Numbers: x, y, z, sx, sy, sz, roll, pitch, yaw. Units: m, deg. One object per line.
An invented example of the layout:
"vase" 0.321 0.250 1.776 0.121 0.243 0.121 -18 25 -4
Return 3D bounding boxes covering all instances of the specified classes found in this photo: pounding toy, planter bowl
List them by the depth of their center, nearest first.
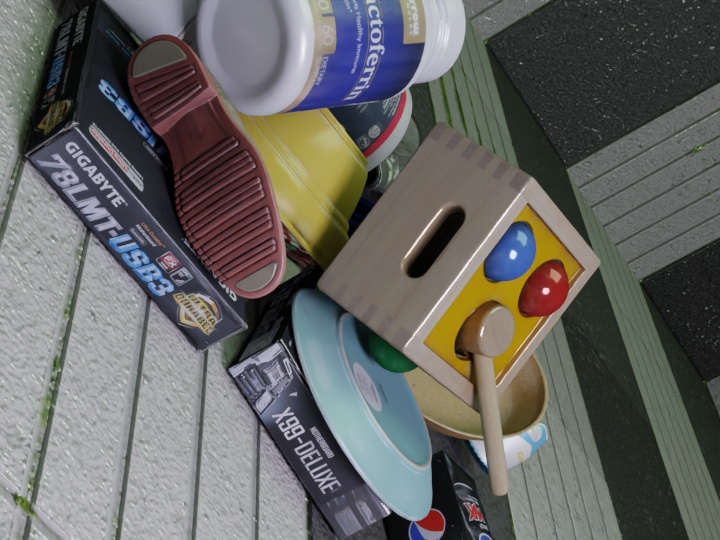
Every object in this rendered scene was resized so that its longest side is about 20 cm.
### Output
"pounding toy" 0.085 0.034 1.117 0.142 0.200 0.184 36 -3 36
"planter bowl" -0.053 -0.098 1.174 0.201 0.083 0.200 51 2 -2

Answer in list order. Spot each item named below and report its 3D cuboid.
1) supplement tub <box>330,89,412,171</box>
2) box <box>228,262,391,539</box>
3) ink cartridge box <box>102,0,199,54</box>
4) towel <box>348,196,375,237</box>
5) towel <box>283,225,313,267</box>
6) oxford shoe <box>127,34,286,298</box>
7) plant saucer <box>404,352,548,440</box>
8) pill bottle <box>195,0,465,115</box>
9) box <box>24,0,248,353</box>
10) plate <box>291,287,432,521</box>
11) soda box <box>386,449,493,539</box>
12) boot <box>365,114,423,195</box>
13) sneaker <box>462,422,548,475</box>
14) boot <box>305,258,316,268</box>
"supplement tub" -0.052 -0.193 1.408 0.200 0.140 0.141 47 20 -40
"box" -0.025 0.096 1.151 0.158 0.050 0.200 58 15 -10
"ink cartridge box" -0.172 -0.258 1.158 0.200 0.085 0.144 48 14 7
"towel" 0.070 0.007 1.525 0.147 0.050 0.200 25 -15 49
"towel" -0.108 -0.101 1.292 0.200 0.023 0.144 40 25 -52
"oxford shoe" -0.094 -0.071 1.020 0.201 0.070 0.075 68 12 15
"plant saucer" 0.083 0.094 1.391 0.199 0.036 0.201 18 37 -14
"pill bottle" -0.017 -0.182 1.099 0.200 0.116 0.116 -15 74 -46
"box" -0.152 -0.072 1.054 0.200 0.050 0.199 51 17 -29
"plate" 0.011 0.097 1.121 0.200 0.026 0.200 55 16 -24
"soda box" 0.075 0.248 1.162 0.063 0.071 0.201 46 21 -44
"boot" 0.021 -0.156 1.731 0.131 0.068 0.201 35 28 -46
"sneaker" 0.115 0.108 1.484 0.201 0.081 0.077 61 -4 12
"boot" 0.000 0.000 1.341 0.073 0.075 0.200 19 35 -45
